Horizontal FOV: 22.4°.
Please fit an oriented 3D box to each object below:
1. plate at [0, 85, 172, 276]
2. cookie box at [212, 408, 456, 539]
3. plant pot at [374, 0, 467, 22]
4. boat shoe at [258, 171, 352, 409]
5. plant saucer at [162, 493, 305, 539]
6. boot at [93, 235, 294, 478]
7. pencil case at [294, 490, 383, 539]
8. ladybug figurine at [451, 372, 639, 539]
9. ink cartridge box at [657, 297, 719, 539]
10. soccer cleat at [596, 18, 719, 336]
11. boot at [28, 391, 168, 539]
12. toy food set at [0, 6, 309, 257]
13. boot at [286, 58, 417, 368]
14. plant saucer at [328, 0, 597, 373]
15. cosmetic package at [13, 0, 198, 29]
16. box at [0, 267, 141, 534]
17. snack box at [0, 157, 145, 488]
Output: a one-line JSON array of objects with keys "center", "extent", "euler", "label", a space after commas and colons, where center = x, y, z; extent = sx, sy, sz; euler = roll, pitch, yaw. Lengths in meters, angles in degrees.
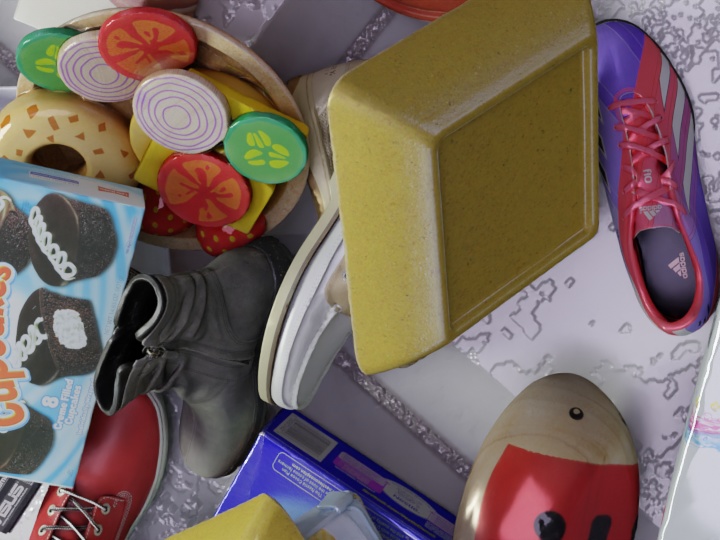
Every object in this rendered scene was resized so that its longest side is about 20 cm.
[{"center": [-0.220, -0.029, 1.254], "extent": [0.198, 0.032, 0.202], "euler": [-1, 98, 15], "label": "plate"}, {"center": [-0.037, 0.225, 1.225], "extent": [0.170, 0.075, 0.201], "euler": [32, 105, 6], "label": "cookie box"}, {"center": [0.035, -0.262, 1.045], "extent": [0.198, 0.195, 0.203], "euler": [-1, 85, 17], "label": "plant pot"}, {"center": [0.000, 0.000, 1.104], "extent": [0.068, 0.075, 0.202], "euler": [26, 101, 13], "label": "boat shoe"}, {"center": [-0.066, 0.254, 1.122], "extent": [0.199, 0.048, 0.201], "euler": [-30, 94, 50], "label": "plant saucer"}, {"center": [-0.120, 0.066, 1.169], "extent": [0.068, 0.130, 0.201], "euler": [43, 132, 30], "label": "boot"}, {"center": [0.016, 0.236, 1.130], "extent": [0.201, 0.083, 0.091], "euler": [54, 135, 1], "label": "pencil case"}, {"center": [0.122, 0.168, 1.143], "extent": [0.072, 0.135, 0.202], "euler": [21, 103, 50], "label": "ladybug figurine"}, {"center": [0.272, 0.081, 1.086], "extent": [0.143, 0.145, 0.202], "euler": [16, 103, 11], "label": "ink cartridge box"}, {"center": [0.179, -0.058, 1.124], "extent": [0.067, 0.073, 0.202], "euler": [-14, 96, 16], "label": "soccer cleat"}, {"center": [-0.192, 0.175, 1.213], "extent": [0.072, 0.144, 0.202], "euler": [22, 108, 4], "label": "boot"}, {"center": [-0.128, -0.083, 1.137], "extent": [0.198, 0.049, 0.198], "euler": [25, 134, -9], "label": "toy food set"}, {"center": [0.052, -0.051, 1.162], "extent": [0.154, 0.073, 0.202], "euler": [-18, 90, 15], "label": "boot"}, {"center": [0.075, -0.055, 1.051], "extent": [0.048, 0.199, 0.202], "euler": [27, 138, 38], "label": "plant saucer"}, {"center": [-0.137, -0.240, 1.162], "extent": [0.087, 0.103, 0.202], "euler": [24, 105, 10], "label": "cosmetic package"}, {"center": [-0.250, 0.057, 1.188], "extent": [0.160, 0.049, 0.201], "euler": [28, 109, -21], "label": "box"}, {"center": [-0.213, 0.033, 1.134], "extent": [0.115, 0.037, 0.202], "euler": [11, 112, -14], "label": "snack box"}]
